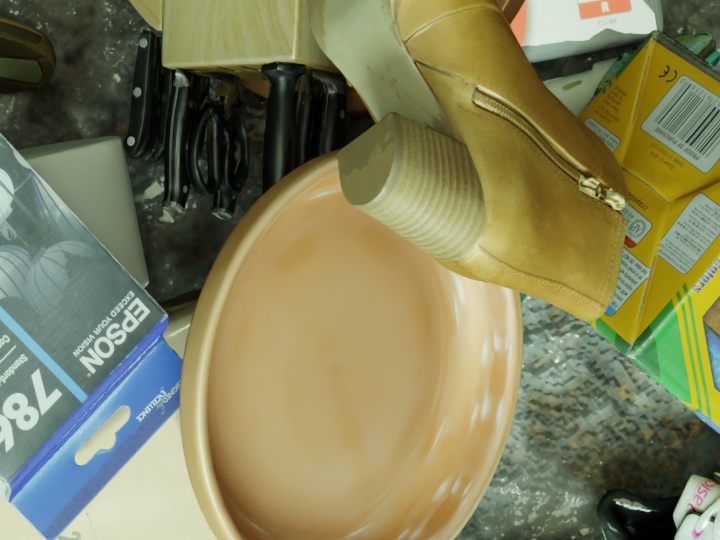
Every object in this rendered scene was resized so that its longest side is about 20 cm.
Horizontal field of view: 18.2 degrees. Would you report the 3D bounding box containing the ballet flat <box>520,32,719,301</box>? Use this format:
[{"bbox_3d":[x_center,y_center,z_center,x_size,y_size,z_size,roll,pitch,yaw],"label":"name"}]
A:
[{"bbox_3d":[0.091,-0.051,1.096,0.074,0.074,0.200,39,88,-7],"label":"ballet flat"}]

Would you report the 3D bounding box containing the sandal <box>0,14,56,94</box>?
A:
[{"bbox_3d":[-0.239,-0.133,1.062,0.199,0.080,0.054,15,73,-2],"label":"sandal"}]

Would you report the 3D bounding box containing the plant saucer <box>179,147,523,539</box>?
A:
[{"bbox_3d":[-0.006,0.043,0.979,0.200,0.037,0.201,-11,106,-44],"label":"plant saucer"}]

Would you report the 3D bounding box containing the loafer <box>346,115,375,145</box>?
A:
[{"bbox_3d":[0.000,0.000,1.059,0.075,0.069,0.201,42,63,-41],"label":"loafer"}]

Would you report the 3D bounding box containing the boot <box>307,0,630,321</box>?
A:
[{"bbox_3d":[0.052,-0.082,0.970,0.144,0.071,0.202,23,53,-37],"label":"boot"}]

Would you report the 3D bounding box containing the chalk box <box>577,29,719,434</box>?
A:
[{"bbox_3d":[0.181,0.007,1.058,0.124,0.125,0.200,-49,132,3],"label":"chalk box"}]

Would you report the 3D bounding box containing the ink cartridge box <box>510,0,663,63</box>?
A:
[{"bbox_3d":[0.053,-0.197,1.084,0.162,0.050,0.201,-10,100,-4],"label":"ink cartridge box"}]

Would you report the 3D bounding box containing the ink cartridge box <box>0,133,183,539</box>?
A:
[{"bbox_3d":[-0.152,0.010,0.898,0.100,0.039,0.200,-48,110,-17],"label":"ink cartridge box"}]

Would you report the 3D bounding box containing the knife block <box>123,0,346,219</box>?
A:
[{"bbox_3d":[-0.032,-0.119,0.999,0.200,0.064,0.176,-46,71,17],"label":"knife block"}]

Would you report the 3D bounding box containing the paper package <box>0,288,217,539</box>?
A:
[{"bbox_3d":[-0.117,0.130,1.076,0.190,0.103,0.201,-21,96,-2],"label":"paper package"}]

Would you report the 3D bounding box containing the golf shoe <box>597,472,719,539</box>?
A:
[{"bbox_3d":[0.186,0.137,1.054,0.092,0.200,0.073,48,60,-18],"label":"golf shoe"}]

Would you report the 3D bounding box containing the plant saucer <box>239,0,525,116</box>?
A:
[{"bbox_3d":[-0.008,-0.173,1.041,0.200,0.032,0.201,-1,89,26],"label":"plant saucer"}]

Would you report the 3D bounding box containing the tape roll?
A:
[{"bbox_3d":[-0.198,-0.009,1.008,0.202,0.202,0.071,-11,96,-3],"label":"tape roll"}]
